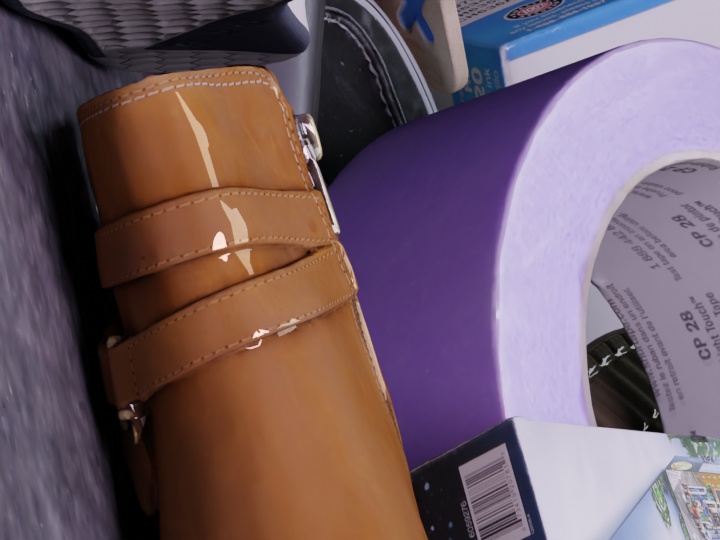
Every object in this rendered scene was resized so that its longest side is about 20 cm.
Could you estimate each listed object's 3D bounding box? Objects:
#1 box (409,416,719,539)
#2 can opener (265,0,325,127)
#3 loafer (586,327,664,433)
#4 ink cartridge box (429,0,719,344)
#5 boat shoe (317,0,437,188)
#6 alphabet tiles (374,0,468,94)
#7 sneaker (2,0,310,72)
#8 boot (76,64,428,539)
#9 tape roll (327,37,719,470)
[{"bbox_3d":[0.091,0.136,0.655,0.136,0.038,0.200,10,58,-47],"label":"box"},{"bbox_3d":[-0.043,-0.091,0.831,0.053,0.067,0.200,90,3,-60],"label":"can opener"},{"bbox_3d":[0.063,0.093,0.888,0.200,0.076,0.068,-51,177,-43],"label":"loafer"},{"bbox_3d":[0.082,-0.053,1.101,0.200,0.147,0.145,22,-50,62],"label":"ink cartridge box"},{"bbox_3d":[-0.003,0.000,0.852,0.068,0.073,0.200,112,-23,-74],"label":"boat shoe"},{"bbox_3d":[-0.013,-0.157,0.899,0.200,0.015,0.196,35,-35,51],"label":"alphabet tiles"},{"bbox_3d":[-0.043,-0.127,0.634,0.202,0.077,0.147,153,-65,-86],"label":"sneaker"},{"bbox_3d":[-0.017,0.034,0.587,0.200,0.077,0.156,-83,162,-82],"label":"boot"},{"bbox_3d":[0.075,0.042,0.791,0.200,0.085,0.200,16,66,-41],"label":"tape roll"}]
